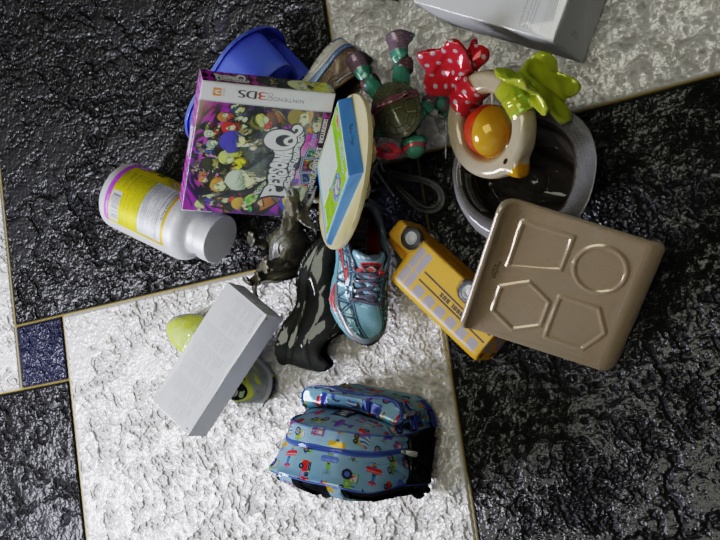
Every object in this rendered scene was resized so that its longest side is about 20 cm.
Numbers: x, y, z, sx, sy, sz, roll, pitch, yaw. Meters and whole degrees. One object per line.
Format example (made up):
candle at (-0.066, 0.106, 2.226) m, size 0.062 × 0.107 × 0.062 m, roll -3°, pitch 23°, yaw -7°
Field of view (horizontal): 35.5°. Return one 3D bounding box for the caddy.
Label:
caddy at (-0.161, -0.245, 1.578) m, size 0.105 × 0.141 × 0.200 m, roll 42°, pitch 105°, yaw 23°

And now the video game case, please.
video game case at (-0.141, -0.166, 1.513) m, size 0.036 × 0.181 × 0.200 m, roll -111°, pitch 30°, yaw -51°

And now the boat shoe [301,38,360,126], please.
boat shoe at (-0.060, -0.222, 1.561) m, size 0.072 × 0.072 × 0.200 m, roll 40°, pitch 105°, yaw 23°

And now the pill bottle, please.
pill bottle at (-0.280, -0.080, 1.653) m, size 0.200 × 0.104 × 0.104 m, roll 24°, pitch 98°, yaw 27°

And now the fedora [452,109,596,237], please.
fedora at (0.215, -0.115, 1.395) m, size 0.200 × 0.090 × 0.177 m, roll 5°, pitch 88°, yaw 34°

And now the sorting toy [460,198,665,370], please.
sorting toy at (0.236, 0.016, 1.336) m, size 0.200 × 0.036 × 0.185 m, roll 15°, pitch 121°, yaw 1°

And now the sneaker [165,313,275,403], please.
sneaker at (-0.211, 0.121, 1.618) m, size 0.200 × 0.076 × 0.075 m, roll 31°, pitch 103°, yaw 28°

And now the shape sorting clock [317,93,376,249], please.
shape sorting clock at (-0.018, -0.126, 1.440) m, size 0.039 × 0.200 × 0.200 m, roll 5°, pitch 89°, yaw -15°

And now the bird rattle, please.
bird rattle at (0.148, -0.192, 1.339) m, size 0.200 × 0.113 × 0.163 m, roll 14°, pitch 107°, yaw 37°

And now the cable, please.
cable at (0.029, -0.128, 1.534) m, size 0.200 × 0.050 × 0.097 m, roll 9°, pitch 88°, yaw 17°

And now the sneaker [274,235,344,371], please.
sneaker at (-0.048, 0.045, 1.546) m, size 0.091 × 0.076 × 0.200 m, roll 19°, pitch 100°, yaw 17°

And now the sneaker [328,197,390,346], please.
sneaker at (0.000, 0.000, 1.473) m, size 0.079 × 0.096 × 0.200 m, roll -5°, pitch 89°, yaw -10°

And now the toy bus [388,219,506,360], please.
toy bus at (0.111, 0.021, 1.457) m, size 0.200 × 0.065 × 0.078 m, roll 44°, pitch 108°, yaw 23°

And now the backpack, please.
backpack at (-0.015, 0.220, 1.435) m, size 0.182 × 0.200 × 0.135 m, roll 8°, pitch 91°, yaw 29°

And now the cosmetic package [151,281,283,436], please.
cosmetic package at (-0.195, 0.123, 1.539) m, size 0.083 × 0.051 × 0.200 m, roll 38°, pitch 99°, yaw 28°

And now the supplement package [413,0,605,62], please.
supplement package at (0.191, -0.353, 1.405) m, size 0.200 × 0.121 × 0.120 m, roll 23°, pitch 98°, yaw 27°

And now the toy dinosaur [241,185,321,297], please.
toy dinosaur at (-0.106, -0.017, 1.558) m, size 0.077 × 0.102 × 0.200 m, roll 51°, pitch 144°, yaw 36°

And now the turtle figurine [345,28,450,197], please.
turtle figurine at (0.054, -0.208, 1.469) m, size 0.150 × 0.101 × 0.200 m, roll -18°, pitch 74°, yaw 1°
